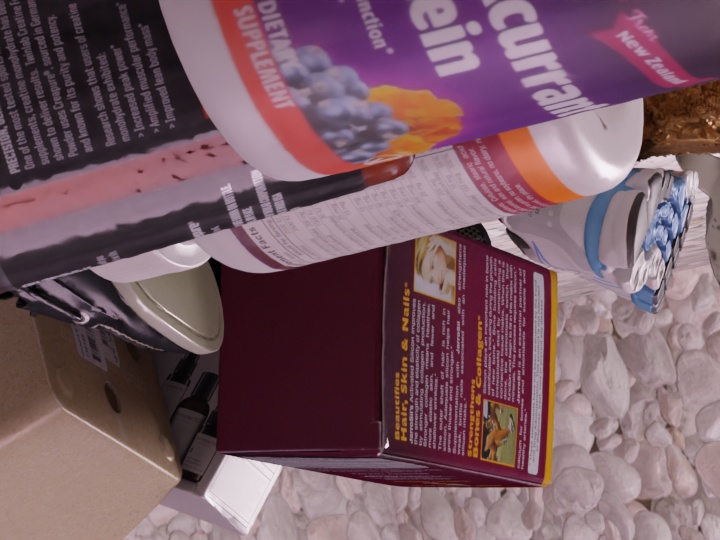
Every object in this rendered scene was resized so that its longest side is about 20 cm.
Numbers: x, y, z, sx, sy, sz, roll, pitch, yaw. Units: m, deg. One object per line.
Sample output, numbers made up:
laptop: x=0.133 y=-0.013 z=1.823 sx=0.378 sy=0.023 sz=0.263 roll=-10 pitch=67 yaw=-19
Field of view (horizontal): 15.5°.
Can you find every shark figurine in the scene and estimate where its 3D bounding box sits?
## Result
shark figurine: x=0.304 y=-0.087 z=1.801 sx=0.214 sy=0.128 sz=0.090 roll=-34 pitch=-169 yaw=29

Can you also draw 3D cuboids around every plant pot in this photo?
plant pot: x=-0.201 y=0.059 z=1.257 sx=0.177 sy=0.200 sz=0.200 roll=-24 pitch=152 yaw=13

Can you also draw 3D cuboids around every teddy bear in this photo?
teddy bear: x=0.116 y=-0.087 z=1.315 sx=0.144 sy=0.067 sz=0.200 roll=1 pitch=177 yaw=-26

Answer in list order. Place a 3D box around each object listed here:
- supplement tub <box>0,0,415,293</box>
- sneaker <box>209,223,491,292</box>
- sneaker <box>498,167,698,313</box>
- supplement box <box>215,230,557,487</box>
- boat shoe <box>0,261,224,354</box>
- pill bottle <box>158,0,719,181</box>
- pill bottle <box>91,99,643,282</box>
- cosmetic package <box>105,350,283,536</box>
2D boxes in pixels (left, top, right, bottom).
supplement tub: x=-0.090 y=-0.053 z=0.781 sx=0.199 sy=0.107 sz=0.107 roll=-16 pitch=176 yaw=-1
sneaker: x=0.000 y=0.000 z=1.365 sx=0.199 sy=0.077 sz=0.114 roll=-3 pitch=177 yaw=-31
sneaker: x=0.114 y=-0.028 z=1.306 sx=0.086 sy=0.075 sz=0.200 roll=15 pitch=177 yaw=15
supplement box: x=0.017 y=0.040 z=1.235 sx=0.085 sy=0.111 sz=0.200 roll=-2 pitch=170 yaw=26
boat shoe: x=-0.129 y=-0.015 z=1.064 sx=0.066 sy=0.075 sz=0.199 roll=-22 pitch=148 yaw=21
pill bottle: x=0.057 y=-0.096 z=0.646 sx=0.199 sy=0.112 sz=0.111 roll=-13 pitch=175 yaw=20
pill bottle: x=-0.009 y=-0.060 z=0.941 sx=0.199 sy=0.110 sz=0.109 roll=-13 pitch=175 yaw=25
cosmetic package: x=-0.123 y=0.064 z=1.348 sx=0.200 sy=0.083 sz=0.051 roll=15 pitch=158 yaw=38
